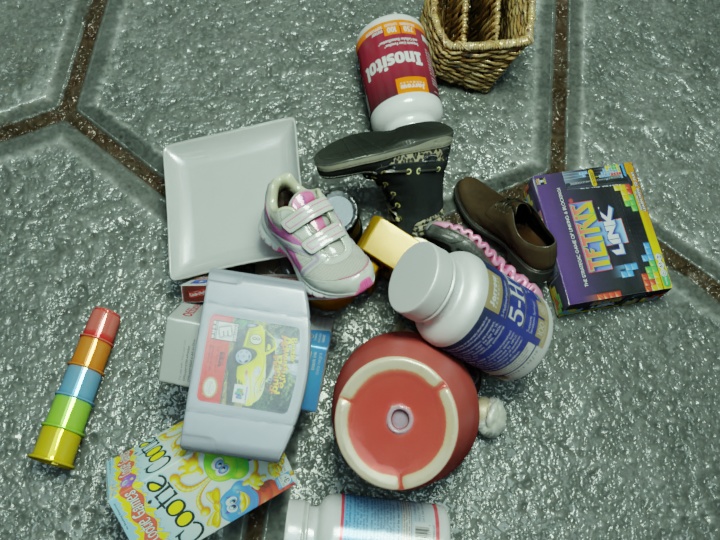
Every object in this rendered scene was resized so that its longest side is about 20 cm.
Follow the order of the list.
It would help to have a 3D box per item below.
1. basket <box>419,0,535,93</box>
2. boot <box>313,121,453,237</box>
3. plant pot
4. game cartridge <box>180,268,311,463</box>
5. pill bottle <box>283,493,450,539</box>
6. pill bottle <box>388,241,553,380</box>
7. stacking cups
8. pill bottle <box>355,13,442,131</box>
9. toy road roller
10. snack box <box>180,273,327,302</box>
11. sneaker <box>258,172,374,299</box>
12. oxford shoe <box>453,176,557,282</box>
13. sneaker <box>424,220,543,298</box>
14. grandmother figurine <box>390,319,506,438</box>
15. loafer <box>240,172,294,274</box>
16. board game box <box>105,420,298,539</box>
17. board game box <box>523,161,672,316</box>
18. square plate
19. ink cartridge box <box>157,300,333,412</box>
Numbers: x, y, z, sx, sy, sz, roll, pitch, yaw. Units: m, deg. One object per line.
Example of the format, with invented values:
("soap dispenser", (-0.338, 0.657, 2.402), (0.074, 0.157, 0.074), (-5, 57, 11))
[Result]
("basket", (0.177, -0.409, 1.151), (0.139, 0.149, 0.205), (14, 69, -14))
("boot", (0.037, -0.112, 1.033), (0.199, 0.157, 0.074), (-15, 35, -17))
("plant pot", (0.049, 0.173, 0.897), (0.194, 0.177, 0.207), (-1, 85, 7))
("game cartridge", (-0.122, 0.106, 0.844), (0.129, 0.041, 0.206), (8, 79, -6))
("pill bottle", (0.005, 0.329, 0.901), (0.194, 0.109, 0.112), (7, 69, -2))
("pill bottle", (0.135, 0.047, 0.927), (0.197, 0.118, 0.123), (27, 65, -31))
("stacking cups", (-0.363, 0.146, 0.960), (0.059, 0.061, 0.205), (12, 69, 0))
("pill bottle", (0.062, -0.267, 1.121), (0.110, 0.113, 0.205), (-9, 71, -8))
("toy road roller", (0.000, 0.000, 1.019), (0.197, 0.123, 0.149), (28, 84, 7))
("snack box", (-0.122, 0.021, 0.945), (0.194, 0.072, 0.025), (-1, 100, 10))
("sneaker", (-0.059, -0.044, 0.889), (0.081, 0.090, 0.199), (-33, 54, -27))
("oxford shoe", (0.212, -0.081, 1.071), (0.072, 0.086, 0.200), (-30, 58, -26))
("sneaker", (0.159, 0.014, 1.043), (0.199, 0.079, 0.096), (39, 86, -3))
("grandmother figurine", (0.116, 0.150, 1.007), (0.198, 0.061, 0.122), (38, 98, 6))
("loafer", (-0.146, -0.050, 1.044), (0.069, 0.073, 0.204), (-17, 71, -9))
("board game box", (-0.191, 0.243, 0.897), (0.197, 0.103, 0.107), (-27, 108, -13))
("board game box", (0.345, -0.049, 1.098), (0.160, 0.057, 0.205), (-9, 71, -9))
("square plate", (-0.169, -0.096, 1.014), (0.192, 0.029, 0.205), (-11, 70, 5))
("ink cartridge box", (-0.138, 0.098, 0.943), (0.194, 0.145, 0.086), (11, 101, -1))
